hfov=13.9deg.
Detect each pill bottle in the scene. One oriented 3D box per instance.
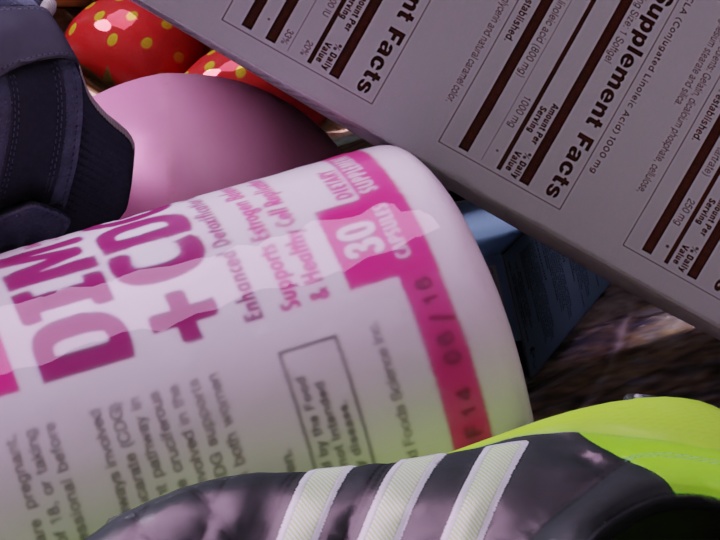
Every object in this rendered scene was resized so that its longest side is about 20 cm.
[{"bbox_3d":[-0.067,0.049,0.700,0.200,0.114,0.113,-17,12,-12],"label":"pill bottle"}]

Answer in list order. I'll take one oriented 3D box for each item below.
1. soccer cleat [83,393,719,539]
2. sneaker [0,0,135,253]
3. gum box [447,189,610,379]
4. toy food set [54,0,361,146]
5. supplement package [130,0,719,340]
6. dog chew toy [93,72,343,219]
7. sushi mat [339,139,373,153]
[{"bbox_3d":[0.007,0.076,0.624,0.200,0.068,0.081,-17,25,-15],"label":"soccer cleat"},{"bbox_3d":[-0.145,-0.002,0.771,0.146,0.077,0.202,-19,-17,-47],"label":"sneaker"},{"bbox_3d":[0.000,0.000,1.011,0.170,0.045,0.200,-10,12,21],"label":"gum box"},{"bbox_3d":[-0.034,-0.122,0.993,0.198,0.049,0.200,-29,56,-16],"label":"toy food set"},{"bbox_3d":[0.045,-0.095,0.813,0.200,0.147,0.191,29,2,-9],"label":"supplement package"},{"bbox_3d":[-0.099,0.009,0.853,0.200,0.125,0.125,-5,12,-2],"label":"dog chew toy"},{"bbox_3d":[0.019,-0.059,0.990,0.200,0.012,0.096,-22,30,9],"label":"sushi mat"}]
